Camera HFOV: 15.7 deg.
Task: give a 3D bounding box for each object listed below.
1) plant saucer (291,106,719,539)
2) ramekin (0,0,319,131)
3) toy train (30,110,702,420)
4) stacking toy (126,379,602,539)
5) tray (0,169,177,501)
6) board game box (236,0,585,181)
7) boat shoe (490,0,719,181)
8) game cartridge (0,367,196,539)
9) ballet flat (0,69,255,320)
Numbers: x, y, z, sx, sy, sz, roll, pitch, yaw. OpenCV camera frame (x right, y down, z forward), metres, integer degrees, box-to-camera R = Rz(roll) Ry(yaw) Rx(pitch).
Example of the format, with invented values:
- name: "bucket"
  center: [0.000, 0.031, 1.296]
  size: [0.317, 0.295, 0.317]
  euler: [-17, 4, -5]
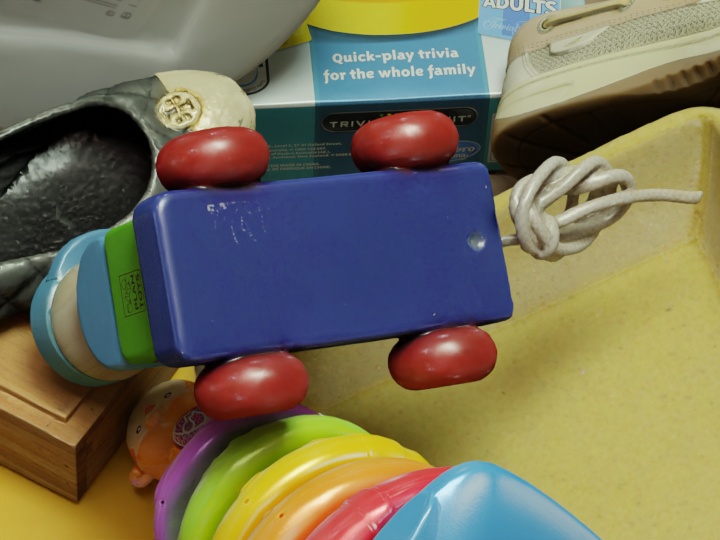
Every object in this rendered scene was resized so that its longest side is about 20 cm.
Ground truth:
- name: "plant saucer"
  center: [0.066, 0.069, 0.849]
  size: [0.199, 0.048, 0.200]
  euler: [-25, 55, 8]
- name: "ramekin"
  center: [-0.095, -0.137, 0.894]
  size: [0.200, 0.201, 0.098]
  euler: [-17, 55, -15]
- name: "toy train"
  center: [0.000, 0.000, 0.841]
  size: [0.199, 0.116, 0.085]
  euler: [-7, 85, -34]
- name: "stacking toy"
  center: [-0.020, 0.081, 0.801]
  size: [0.116, 0.110, 0.200]
  euler: [-52, 41, 0]
- name: "tray"
  center: [-0.156, -0.008, 0.901]
  size: [0.199, 0.037, 0.099]
  euler: [25, 54, 15]
- name: "board game box"
  center: [0.005, -0.128, 1.027]
  size: [0.150, 0.047, 0.201]
  euler: [-3, 53, -5]
- name: "boat shoe"
  center: [0.138, -0.080, 0.896]
  size: [0.199, 0.072, 0.065]
  euler: [-13, 52, 28]
- name: "game cartridge"
  center: [-0.151, 0.072, 0.882]
  size: [0.199, 0.032, 0.177]
  euler: [-4, 53, -9]
- name: "ballet flat"
  center: [-0.119, -0.020, 0.855]
  size: [0.200, 0.057, 0.067]
  euler: [-26, 59, -23]
